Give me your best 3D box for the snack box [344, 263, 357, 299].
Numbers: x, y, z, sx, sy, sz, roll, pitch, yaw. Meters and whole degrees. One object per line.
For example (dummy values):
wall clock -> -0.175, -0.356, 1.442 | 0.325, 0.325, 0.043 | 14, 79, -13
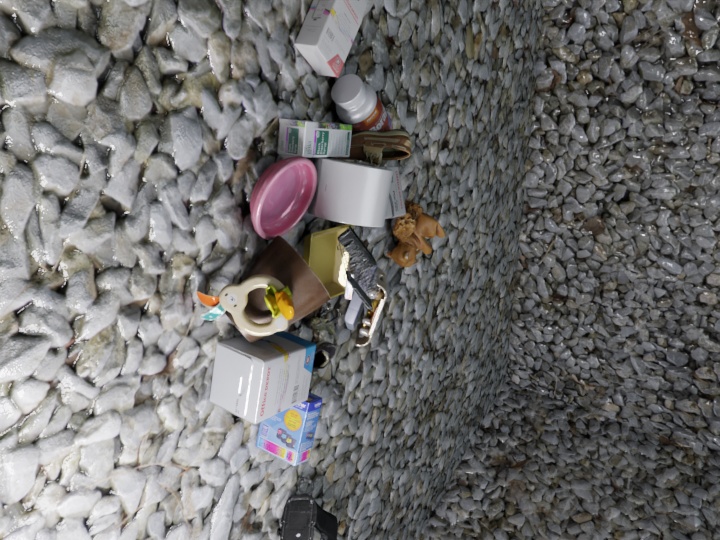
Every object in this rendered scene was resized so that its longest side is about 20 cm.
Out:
snack box -> -0.020, 0.015, 1.645 | 0.200, 0.024, 0.073 | -72, 168, -72

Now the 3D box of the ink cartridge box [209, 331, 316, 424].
ink cartridge box -> -0.225, 0.237, 1.346 | 0.199, 0.144, 0.150 | -8, 112, -59

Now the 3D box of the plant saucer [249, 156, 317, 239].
plant saucer -> -0.178, -0.168, 1.291 | 0.201, 0.050, 0.202 | -48, 158, -26

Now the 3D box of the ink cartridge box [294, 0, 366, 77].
ink cartridge box -> -0.064, -0.568, 1.327 | 0.116, 0.067, 0.203 | 38, 71, -60

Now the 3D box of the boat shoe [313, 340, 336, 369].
boat shoe -> -0.117, 0.246, 1.629 | 0.199, 0.064, 0.073 | 1, 101, -62

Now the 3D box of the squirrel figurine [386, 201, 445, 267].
squirrel figurine -> 0.158, -0.117, 1.912 | 0.187, 0.140, 0.201 | -50, 130, -20

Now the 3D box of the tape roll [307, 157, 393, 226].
tape roll -> -0.026, -0.197, 1.437 | 0.202, 0.200, 0.142 | -8, 111, -59

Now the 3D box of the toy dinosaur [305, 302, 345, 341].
toy dinosaur -> -0.094, 0.141, 1.641 | 0.089, 0.047, 0.200 | -57, 150, -2

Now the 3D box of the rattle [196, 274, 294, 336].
rattle -> -0.235, 0.077, 1.147 | 0.143, 0.196, 0.132 | -106, -152, -67

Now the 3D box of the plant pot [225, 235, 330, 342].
plant pot -> -0.201, 0.058, 1.290 | 0.199, 0.187, 0.188 | -41, 142, -11

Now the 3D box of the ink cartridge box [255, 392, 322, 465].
ink cartridge box -> -0.183, 0.380, 1.501 | 0.076, 0.134, 0.204 | 6, 98, -64

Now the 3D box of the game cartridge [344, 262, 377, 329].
game cartridge -> 0.002, 0.074, 1.743 | 0.133, 0.041, 0.203 | 74, 37, -73

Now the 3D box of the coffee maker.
coffee maker -> -0.145, 0.765, 1.762 | 0.194, 0.133, 0.201 | -62, 150, -23

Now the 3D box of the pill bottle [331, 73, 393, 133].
pill bottle -> 0.004, -0.406, 1.481 | 0.200, 0.111, 0.114 | 41, 68, -59

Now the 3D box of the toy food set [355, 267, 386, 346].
toy food set -> 0.025, 0.106, 1.701 | 0.144, 0.059, 0.203 | -86, -165, -71

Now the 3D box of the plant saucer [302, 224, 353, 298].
plant saucer -> -0.098, -0.021, 1.552 | 0.199, 0.048, 0.204 | -20, 120, -56

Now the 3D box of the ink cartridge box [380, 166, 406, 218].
ink cartridge box -> 0.042, -0.215, 1.634 | 0.199, 0.084, 0.149 | -19, 100, -59

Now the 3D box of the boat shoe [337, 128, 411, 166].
boat shoe -> 0.037, -0.309, 1.474 | 0.076, 0.196, 0.075 | 88, -10, -64

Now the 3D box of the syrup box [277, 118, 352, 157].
syrup box -> -0.105, -0.311, 1.363 | 0.199, 0.080, 0.080 | -19, 118, -58

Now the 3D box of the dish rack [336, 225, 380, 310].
dish rack -> 0.000, 0.000, 1.507 | 0.154, 0.054, 0.202 | 50, 19, -40
